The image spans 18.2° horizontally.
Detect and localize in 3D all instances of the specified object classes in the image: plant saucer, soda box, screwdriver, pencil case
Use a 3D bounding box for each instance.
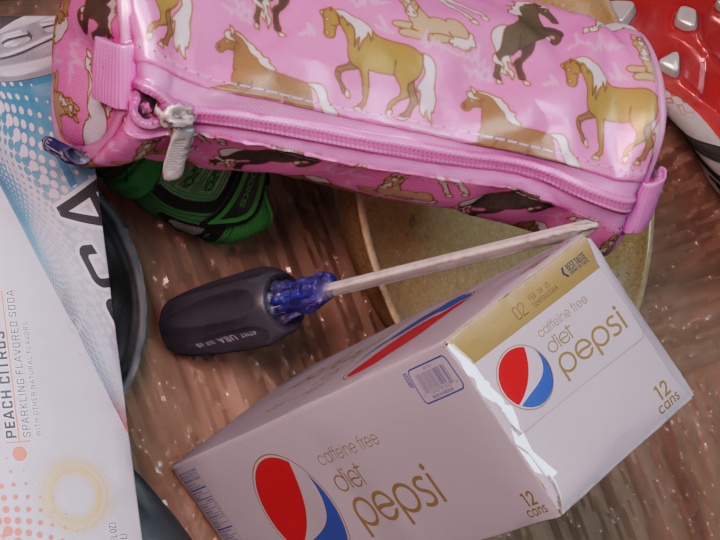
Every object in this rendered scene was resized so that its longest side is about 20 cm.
[{"bbox_3d":[0.046,-0.039,0.850,0.200,0.035,0.201,9,79,-52],"label":"plant saucer"},{"bbox_3d":[-0.120,0.021,0.722,0.068,0.064,0.200,-3,79,-28],"label":"soda box"},{"bbox_3d":[0.017,0.054,0.740,0.068,0.200,0.064,-36,95,-32],"label":"soda box"},{"bbox_3d":[0.000,0.000,0.750,0.028,0.200,0.029,-35,100,-44],"label":"screwdriver"},{"bbox_3d":[0.002,-0.057,0.719,0.200,0.083,0.087,9,73,-24],"label":"pencil case"}]

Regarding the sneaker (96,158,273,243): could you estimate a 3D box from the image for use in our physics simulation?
[{"bbox_3d":[-0.034,-0.096,0.841,0.085,0.078,0.200,45,61,-28],"label":"sneaker"}]

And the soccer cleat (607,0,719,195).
[{"bbox_3d":[0.154,-0.073,0.940,0.069,0.085,0.200,-35,70,-7],"label":"soccer cleat"}]

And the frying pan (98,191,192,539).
[{"bbox_3d":[-0.100,0.033,0.780,0.190,0.031,0.115,37,63,-18],"label":"frying pan"}]
